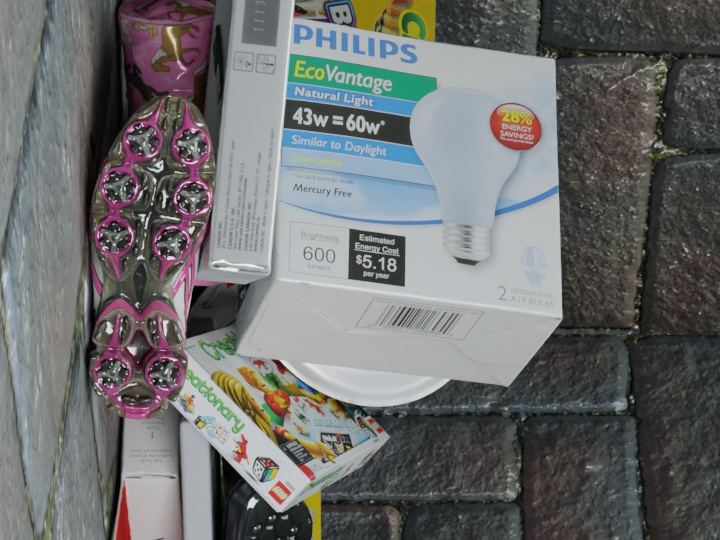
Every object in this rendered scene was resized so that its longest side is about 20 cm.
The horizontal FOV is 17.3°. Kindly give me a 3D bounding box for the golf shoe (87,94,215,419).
[{"bbox_3d":[-0.133,-0.015,1.453,0.092,0.073,0.200,-107,-154,-72],"label":"golf shoe"}]

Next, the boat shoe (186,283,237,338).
[{"bbox_3d":[-0.127,0.018,1.754,0.202,0.086,0.075,-30,-141,56],"label":"boat shoe"}]

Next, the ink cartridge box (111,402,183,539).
[{"bbox_3d":[-0.144,0.203,1.660,0.200,0.045,0.176,90,0,-47],"label":"ink cartridge box"}]

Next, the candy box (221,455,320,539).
[{"bbox_3d":[-0.065,0.167,1.723,0.102,0.026,0.200,47,-24,26],"label":"candy box"}]

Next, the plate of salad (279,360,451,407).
[{"bbox_3d":[0.000,0.000,1.675,0.048,0.200,0.200,-29,-123,59],"label":"plate of salad"}]

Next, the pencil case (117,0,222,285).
[{"bbox_3d":[-0.124,-0.090,1.614,0.087,0.083,0.200,25,-59,51],"label":"pencil case"}]

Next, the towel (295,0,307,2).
[{"bbox_3d":[-0.100,-0.294,1.636,0.166,0.086,0.200,78,-12,-51],"label":"towel"}]

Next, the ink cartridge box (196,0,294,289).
[{"bbox_3d":[-0.082,-0.091,1.530,0.174,0.044,0.200,162,-67,-76],"label":"ink cartridge box"}]

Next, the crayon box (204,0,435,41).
[{"bbox_3d":[-0.030,-0.144,1.743,0.058,0.172,0.200,-26,-124,53],"label":"crayon box"}]

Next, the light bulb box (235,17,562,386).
[{"bbox_3d":[0.024,-0.045,1.586,0.125,0.198,0.200,123,-29,-60],"label":"light bulb box"}]

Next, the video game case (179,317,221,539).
[{"bbox_3d":[-0.111,0.158,1.661,0.182,0.022,0.200,-95,-175,-69],"label":"video game case"}]

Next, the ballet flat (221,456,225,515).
[{"bbox_3d":[-0.133,0.190,1.822,0.074,0.074,0.200,-89,178,-47],"label":"ballet flat"}]

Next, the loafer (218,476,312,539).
[{"bbox_3d":[-0.073,0.192,1.636,0.070,0.068,0.201,48,-20,28],"label":"loafer"}]

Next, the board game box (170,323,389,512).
[{"bbox_3d":[-0.059,0.093,1.598,0.035,0.126,0.200,-47,172,14],"label":"board game box"}]
